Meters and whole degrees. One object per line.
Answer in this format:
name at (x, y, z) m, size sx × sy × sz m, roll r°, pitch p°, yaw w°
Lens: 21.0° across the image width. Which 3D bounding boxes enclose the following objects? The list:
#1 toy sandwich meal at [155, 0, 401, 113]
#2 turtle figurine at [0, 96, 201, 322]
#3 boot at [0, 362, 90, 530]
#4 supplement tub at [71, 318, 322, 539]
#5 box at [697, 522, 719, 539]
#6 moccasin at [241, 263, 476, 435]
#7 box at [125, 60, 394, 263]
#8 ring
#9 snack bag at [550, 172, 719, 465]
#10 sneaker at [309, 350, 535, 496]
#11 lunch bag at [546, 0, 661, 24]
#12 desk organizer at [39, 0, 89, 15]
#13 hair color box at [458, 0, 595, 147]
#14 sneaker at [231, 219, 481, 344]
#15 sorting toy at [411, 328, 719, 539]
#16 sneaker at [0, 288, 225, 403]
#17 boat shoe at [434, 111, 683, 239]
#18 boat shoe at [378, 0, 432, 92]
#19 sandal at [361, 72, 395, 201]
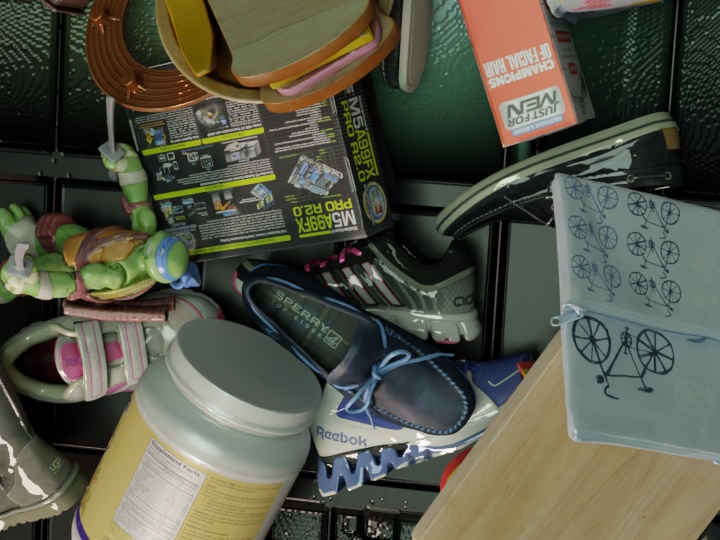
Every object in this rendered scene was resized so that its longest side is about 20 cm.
toy sandwich meal at (-0.065, -0.207, 1.398) m, size 0.204 × 0.070 × 0.206 m, roll -5°, pitch 69°, yaw 13°
turtle figurine at (-0.235, -0.040, 1.502) m, size 0.193 × 0.200 × 0.145 m, roll -8°, pitch 67°, yaw 38°
boot at (-0.328, 0.118, 1.555) m, size 0.181 × 0.073 × 0.200 m, roll -22°, pitch 117°, yaw 34°
supplement tub at (-0.126, 0.154, 1.510) m, size 0.145 × 0.145 × 0.200 m, roll 31°, pitch 112°, yaw 8°
box at (0.242, 0.310, 1.474) m, size 0.101 × 0.112 × 0.200 m, roll 38°, pitch 104°, yaw 7°
moccasin at (-0.008, 0.067, 1.450) m, size 0.199 × 0.068 × 0.081 m, roll 27°, pitch 96°, yaw 6°
box at (-0.083, -0.094, 1.499) m, size 0.199 × 0.044 × 0.161 m, roll -8°, pitch 101°, yaw 34°
ring at (-0.132, -0.212, 1.490) m, size 0.200 × 0.019 × 0.201 m, roll -15°, pitch 57°, yaw 23°
snack bag at (0.214, 0.039, 1.398) m, size 0.021 × 0.188 × 0.201 m, roll -24°, pitch 60°, yaw 51°
sneaker at (0.033, 0.091, 1.514) m, size 0.199 × 0.081 × 0.116 m, roll -24°, pitch 93°, yaw 16°
lunch bag at (0.202, -0.256, 1.375) m, size 0.169 × 0.200 × 0.128 m, roll -18°, pitch 92°, yaw 15°
desk organizer at (-0.287, -0.296, 1.550) m, size 0.200 × 0.072 × 0.077 m, roll 39°, pitch 101°, yaw 6°
hair color box at (0.113, -0.198, 1.448) m, size 0.064 × 0.111 × 0.201 m, roll -18°, pitch 91°, yaw 15°
sneaker at (0.000, 0.000, 1.517) m, size 0.199 × 0.074 × 0.088 m, roll 8°, pitch 98°, yaw 7°
sorting toy at (0.164, 0.153, 1.458) m, size 0.198 × 0.070 × 0.200 m, roll 29°, pitch 104°, yaw -25°
sneaker at (-0.204, 0.069, 1.561) m, size 0.199 × 0.088 × 0.082 m, roll -15°, pitch 93°, yaw 14°
boat shoe at (0.152, -0.059, 1.475) m, size 0.199 × 0.075 × 0.062 m, roll -20°, pitch 85°, yaw 9°
boat shoe at (0.022, -0.237, 1.484) m, size 0.060 × 0.074 × 0.201 m, roll 2°, pitch 94°, yaw 13°
sandal at (-0.023, -0.141, 1.503) m, size 0.045 × 0.075 × 0.201 m, roll -19°, pitch 96°, yaw -30°
